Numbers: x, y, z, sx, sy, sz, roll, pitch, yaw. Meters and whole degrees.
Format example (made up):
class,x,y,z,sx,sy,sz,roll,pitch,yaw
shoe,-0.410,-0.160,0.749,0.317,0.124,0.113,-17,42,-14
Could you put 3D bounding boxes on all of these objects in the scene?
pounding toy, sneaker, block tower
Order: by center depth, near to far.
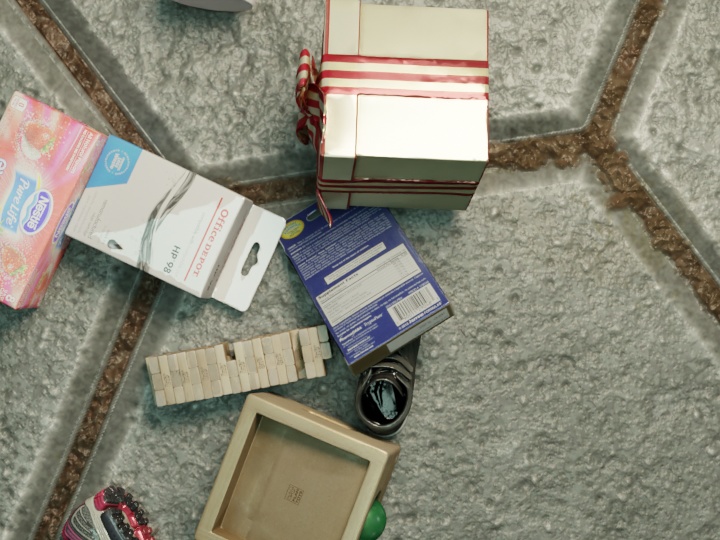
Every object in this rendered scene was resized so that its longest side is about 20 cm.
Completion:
class,x,y,z,sx,sy,sz,roll,pitch,yaw
pounding toy,-0.044,0.249,1.226,0.199,0.142,0.186,21,89,10
sneaker,0.032,0.078,1.231,0.070,0.099,0.202,3,89,1
sneaker,-0.236,0.328,1.243,0.074,0.081,0.201,-34,83,14
block tower,-0.128,0.100,1.250,0.198,0.058,0.055,-11,89,0

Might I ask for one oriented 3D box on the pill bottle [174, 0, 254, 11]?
class,x,y,z,sx,sy,sz,roll,pitch,yaw
pill bottle,-0.146,-0.379,1.220,0.112,0.113,0.202,6,90,-1

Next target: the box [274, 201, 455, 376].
class,x,y,z,sx,sy,sz,roll,pitch,yaw
box,0.000,0.000,1.230,0.121,0.032,0.201,-31,56,0

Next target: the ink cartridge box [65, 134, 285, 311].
class,x,y,z,sx,sy,sz,roll,pitch,yaw
ink cartridge box,-0.191,-0.047,1.236,0.199,0.067,0.117,25,89,4

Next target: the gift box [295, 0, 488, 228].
class,x,y,z,sx,sy,sz,roll,pitch,yaw
gift box,0.027,-0.149,1.173,0.185,0.185,0.202,3,71,-2

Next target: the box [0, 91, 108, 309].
class,x,y,z,sx,sy,sz,roll,pitch,yaw
box,-0.346,-0.070,1.227,0.102,0.095,0.201,27,90,-1
